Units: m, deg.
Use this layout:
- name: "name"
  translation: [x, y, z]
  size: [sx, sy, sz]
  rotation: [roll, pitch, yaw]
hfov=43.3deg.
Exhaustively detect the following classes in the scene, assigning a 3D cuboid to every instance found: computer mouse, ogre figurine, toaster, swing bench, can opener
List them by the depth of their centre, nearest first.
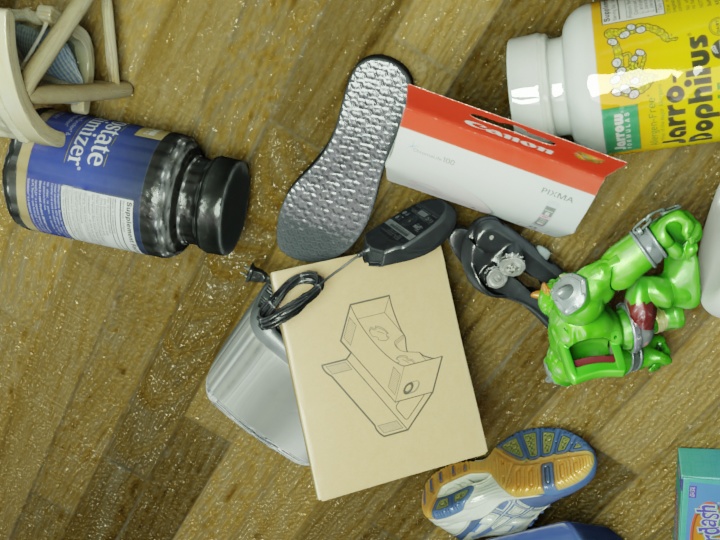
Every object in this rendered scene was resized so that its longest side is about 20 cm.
- name: "swing bench"
  translation: [-0.317, -0.179, 0.729]
  size: [0.195, 0.201, 0.132]
  rotation: [9, 122, 9]
- name: "ogre figurine"
  translation: [0.208, 0.035, 0.738]
  size: [0.118, 0.200, 0.099]
  rotation: [-19, 73, -6]
- name: "computer mouse"
  translation: [0.000, 0.000, 0.776]
  size: [0.198, 0.059, 0.034]
  rotation: [-30, 120, -9]
- name: "can opener"
  translation: [0.163, 0.017, 0.807]
  size: [0.199, 0.079, 0.064]
  rotation: [34, 113, -17]
- name: "toaster"
  translation: [-0.063, 0.097, 0.881]
  size: [0.199, 0.114, 0.129]
  rotation: [35, 124, -10]

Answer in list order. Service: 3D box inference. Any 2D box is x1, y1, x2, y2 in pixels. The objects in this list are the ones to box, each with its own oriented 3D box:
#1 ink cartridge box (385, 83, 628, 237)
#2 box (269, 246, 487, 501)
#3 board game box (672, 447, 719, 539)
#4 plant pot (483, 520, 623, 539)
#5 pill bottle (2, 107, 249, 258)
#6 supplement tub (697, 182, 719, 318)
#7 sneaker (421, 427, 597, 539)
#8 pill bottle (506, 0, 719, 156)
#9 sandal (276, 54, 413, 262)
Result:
- name: "ink cartridge box"
  translation: [0.100, -0.075, 0.694]
  size: [0.160, 0.200, 0.058]
  rotation: [20, 94, 2]
- name: "box"
  translation: [0.017, 0.084, 0.810]
  size: [0.161, 0.021, 0.204]
  rotation: [-12, 88, -13]
- name: "board game box"
  translation: [0.412, 0.249, 0.890]
  size: [0.196, 0.045, 0.154]
  rotation: [0, 120, 14]
- name: "plant pot"
  translation: [0.183, 0.357, 0.905]
  size: [0.198, 0.183, 0.199]
  rotation: [-21, 155, 25]
- name: "pill bottle"
  translation: [-0.206, -0.074, 0.816]
  size: [0.197, 0.112, 0.113]
  rotation: [11, 122, 7]
- name: "supplement tub"
  translation: [0.374, -0.011, 0.686]
  size: [0.197, 0.145, 0.146]
  rotation: [15, 123, 4]
- name: "sneaker"
  translation: [0.162, 0.226, 0.933]
  size: [0.198, 0.076, 0.088]
  rotation: [-25, 123, 33]
- name: "pill bottle"
  translation: [0.211, -0.145, 0.667]
  size: [0.197, 0.113, 0.114]
  rotation: [-5, 119, 17]
- name: "sandal"
  translation: [-0.009, -0.092, 0.801]
  size: [0.075, 0.043, 0.202]
  rotation: [29, 112, -5]
